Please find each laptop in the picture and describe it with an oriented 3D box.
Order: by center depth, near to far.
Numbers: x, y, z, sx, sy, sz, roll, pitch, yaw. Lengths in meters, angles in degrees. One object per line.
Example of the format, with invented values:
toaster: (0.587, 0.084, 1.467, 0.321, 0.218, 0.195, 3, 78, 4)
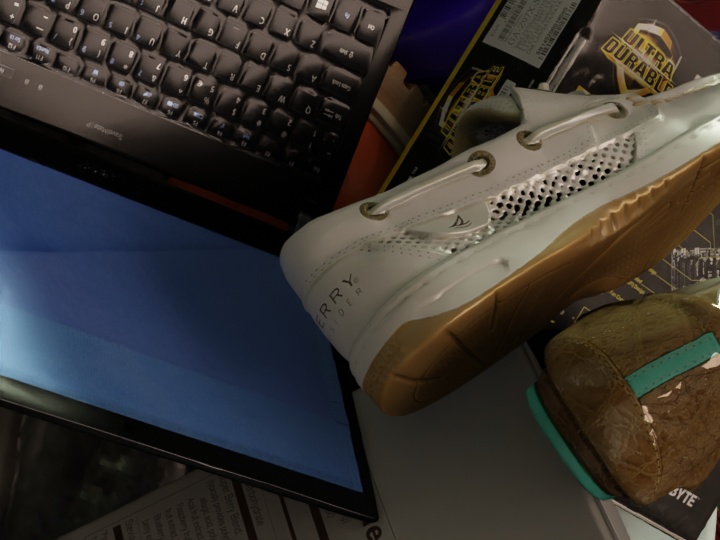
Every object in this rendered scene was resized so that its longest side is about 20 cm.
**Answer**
laptop: (-0.052, -0.054, 0.605, 0.177, 0.103, 0.200, 22, 90, -32)

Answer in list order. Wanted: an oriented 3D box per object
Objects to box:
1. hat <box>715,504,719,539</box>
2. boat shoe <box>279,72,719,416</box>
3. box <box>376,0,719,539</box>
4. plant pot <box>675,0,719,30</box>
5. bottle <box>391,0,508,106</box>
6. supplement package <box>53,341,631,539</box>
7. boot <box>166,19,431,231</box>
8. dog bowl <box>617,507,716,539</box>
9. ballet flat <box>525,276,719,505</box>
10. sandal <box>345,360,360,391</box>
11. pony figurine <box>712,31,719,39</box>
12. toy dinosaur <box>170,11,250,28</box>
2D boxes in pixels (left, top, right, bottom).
hat: (0.212, 0.128, 1.103, 0.166, 0.176, 0.201, -12, 103, -61)
boat shoe: (0.058, -0.029, 0.635, 0.200, 0.069, 0.071, -27, 155, -40)
box: (0.095, -0.004, 0.750, 0.200, 0.049, 0.160, 30, 90, -41)
plant pot: (0.122, -0.205, 0.898, 0.200, 0.182, 0.201, -15, 107, -62)
bottle: (0.069, -0.051, 0.797, 0.200, 0.083, 0.065, 48, 48, -42)
supplement package: (-0.004, 0.129, 0.654, 0.121, 0.200, 0.120, 60, 6, -46)
boot: (0.000, 0.000, 0.756, 0.200, 0.075, 0.107, 44, 72, -39)
dog bowl: (0.101, 0.067, 0.959, 0.200, 0.079, 0.201, -9, 90, -66)
ballet flat: (0.098, 0.029, 0.628, 0.068, 0.072, 0.200, 57, 9, 9)
sandal: (-0.031, 0.060, 0.801, 0.076, 0.043, 0.201, 29, 72, -49)
pony figurine: (0.222, -0.145, 1.156, 0.193, 0.166, 0.200, -32, 105, -65)
toy dinosaur: (-0.065, -0.149, 0.667, 0.102, 0.077, 0.200, -44, 125, -29)
